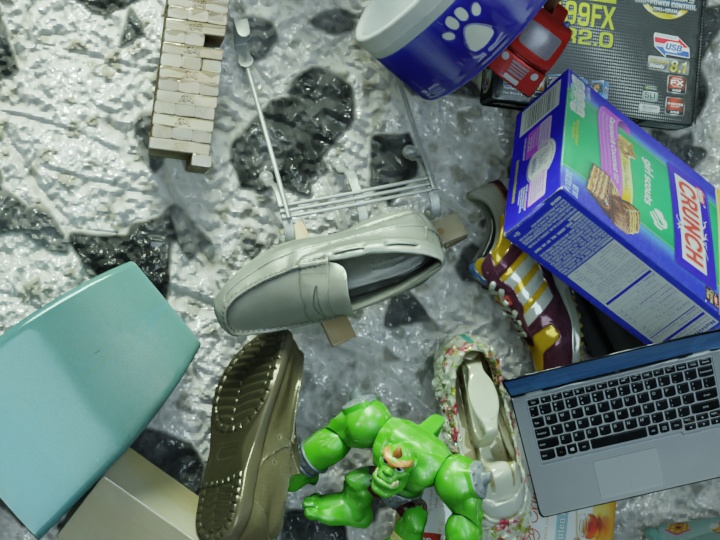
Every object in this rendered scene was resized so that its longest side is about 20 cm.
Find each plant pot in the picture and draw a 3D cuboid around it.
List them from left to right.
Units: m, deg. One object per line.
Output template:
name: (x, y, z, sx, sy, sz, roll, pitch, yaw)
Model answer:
plant pot: (-0.237, 0.093, 1.198, 0.200, 0.141, 0.142, -42, 97, -17)

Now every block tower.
block tower: (-0.145, -0.188, 1.259, 0.057, 0.054, 0.203, 6, 87, -11)

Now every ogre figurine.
ogre figurine: (0.028, 0.181, 1.242, 0.098, 0.200, 0.121, 0, 121, -47)

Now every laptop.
laptop: (0.222, 0.128, 1.205, 0.185, 0.116, 0.202, -13, 113, 7)

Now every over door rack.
over door rack: (-0.021, -0.126, 1.284, 0.146, 0.067, 0.202, -11, 78, -13)

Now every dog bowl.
dog bowl: (0.089, -0.240, 1.204, 0.079, 0.200, 0.201, 39, 82, -16)

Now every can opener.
can opener: (0.250, 0.087, 1.346, 0.066, 0.052, 0.201, -38, 100, -45)

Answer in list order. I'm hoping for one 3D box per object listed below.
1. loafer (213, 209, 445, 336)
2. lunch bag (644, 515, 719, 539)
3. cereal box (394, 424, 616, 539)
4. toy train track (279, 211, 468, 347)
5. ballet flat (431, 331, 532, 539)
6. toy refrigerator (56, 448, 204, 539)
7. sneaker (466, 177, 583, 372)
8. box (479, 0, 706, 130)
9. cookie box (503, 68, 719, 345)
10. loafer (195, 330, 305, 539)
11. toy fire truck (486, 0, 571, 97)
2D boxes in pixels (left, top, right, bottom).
loafer: (-0.025, 0.008, 1.218, 0.198, 0.070, 0.070, -23, 125, -4)
lunch bag: (0.352, 0.326, 1.323, 0.168, 0.122, 0.203, -7, 99, -14)
cereal box: (0.130, 0.219, 1.316, 0.197, 0.040, 0.146, 7, 86, -12)
toy train track: (0.000, 0.000, 1.290, 0.198, 0.033, 0.116, -22, 73, -11)
ballet flat: (0.105, 0.152, 1.264, 0.075, 0.064, 0.202, -16, 88, -14)
toy refrigerator: (-0.147, 0.239, 1.237, 0.199, 0.070, 0.076, 36, 109, -8)
sneaker: (0.141, 0.019, 1.309, 0.089, 0.075, 0.203, -5, 81, -13)
box: (0.213, -0.220, 1.339, 0.197, 0.044, 0.162, 7, 88, -11)
cookie box: (0.224, -0.048, 1.264, 0.199, 0.075, 0.172, 35, 39, -20)
loafer: (-0.087, 0.146, 1.244, 0.067, 0.075, 0.202, 38, 56, -39)
toy fire truck: (0.162, -0.234, 1.235, 0.048, 0.200, 0.142, 33, 111, -8)
